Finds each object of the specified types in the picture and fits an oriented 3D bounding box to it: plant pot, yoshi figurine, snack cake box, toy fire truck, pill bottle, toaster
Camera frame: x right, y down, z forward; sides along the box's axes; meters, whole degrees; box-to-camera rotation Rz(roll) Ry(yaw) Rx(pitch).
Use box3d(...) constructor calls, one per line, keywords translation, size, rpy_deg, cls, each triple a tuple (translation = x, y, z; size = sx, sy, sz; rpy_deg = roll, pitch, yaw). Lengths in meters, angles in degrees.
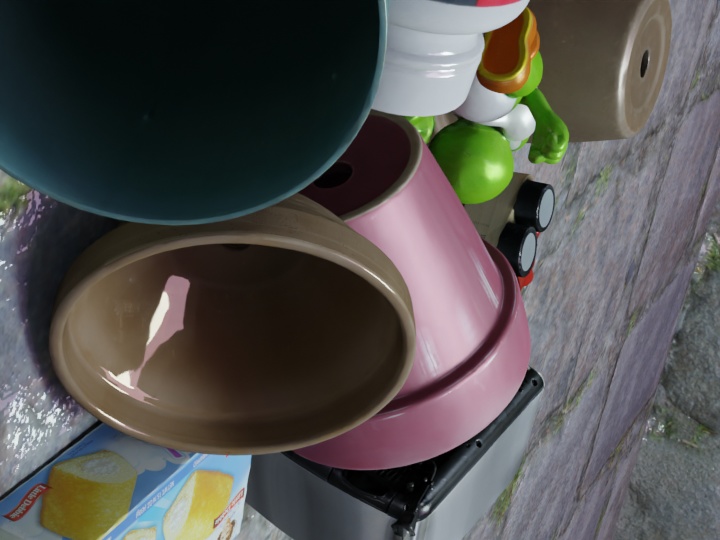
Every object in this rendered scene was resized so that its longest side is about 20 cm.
box3d(translation=(0.137, -0.170, 1.129), size=(0.200, 0.174, 0.201), rpy_deg=(-43, 141, -49), cls="plant pot")
box3d(translation=(0.076, -0.101, 0.979), size=(0.112, 0.113, 0.200), rpy_deg=(-28, 162, 4), cls="yoshi figurine")
box3d(translation=(-0.145, 0.157, 0.911), size=(0.200, 0.067, 0.115), rpy_deg=(-40, 145, -53), cls="snack cake box")
box3d(translation=(0.109, 0.024, 1.388), size=(0.176, 0.128, 0.200), rpy_deg=(-65, 151, -28), cls="toy fire truck")
box3d(translation=(-0.071, 0.013, 0.838), size=(0.201, 0.200, 0.093), rpy_deg=(85, 0, -50), cls="plant pot")
box3d(translation=(0.000, 0.000, 0.983), size=(0.200, 0.200, 0.179), rpy_deg=(-54, 139, -37), cls="plant pot")
box3d(translation=(0.038, -0.183, 0.720), size=(0.120, 0.119, 0.200), rpy_deg=(-42, 154, -52), cls="pill bottle")
box3d(translation=(0.013, 0.124, 1.104), size=(0.200, 0.181, 0.119), rpy_deg=(-42, 150, -37), cls="toaster")
box3d(translation=(-0.077, -0.146, 0.616), size=(0.161, 0.200, 0.201), rpy_deg=(-77, 173, -50), cls="plant pot")
